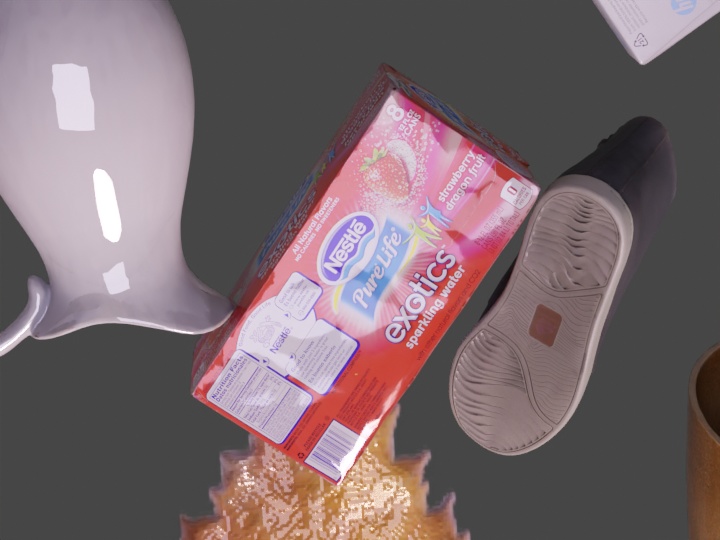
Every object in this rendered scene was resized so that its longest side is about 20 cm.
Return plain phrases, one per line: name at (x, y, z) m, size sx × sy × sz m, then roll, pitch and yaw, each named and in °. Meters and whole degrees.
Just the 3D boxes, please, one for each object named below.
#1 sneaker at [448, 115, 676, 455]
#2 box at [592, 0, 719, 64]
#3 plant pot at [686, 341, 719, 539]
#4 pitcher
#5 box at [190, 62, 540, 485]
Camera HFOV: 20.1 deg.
sneaker at (0.120, 0.013, 1.137) m, size 0.075 × 0.106 × 0.201 m, roll 34°, pitch 130°, yaw 12°
box at (0.187, -0.232, 1.090) m, size 0.199 × 0.041 × 0.156 m, roll -36°, pitch 103°, yaw 5°
plant pot at (0.259, 0.162, 1.141) m, size 0.184 × 0.187 × 0.202 m, roll 4°, pitch 120°, yaw -4°
pitcher at (-0.165, -0.058, 1.066) m, size 0.170 × 0.121 × 0.202 m, roll -12°, pitch 99°, yaw -5°
box at (0.000, 0.000, 1.110) m, size 0.099 × 0.096 × 0.201 m, roll 32°, pitch 101°, yaw -11°
